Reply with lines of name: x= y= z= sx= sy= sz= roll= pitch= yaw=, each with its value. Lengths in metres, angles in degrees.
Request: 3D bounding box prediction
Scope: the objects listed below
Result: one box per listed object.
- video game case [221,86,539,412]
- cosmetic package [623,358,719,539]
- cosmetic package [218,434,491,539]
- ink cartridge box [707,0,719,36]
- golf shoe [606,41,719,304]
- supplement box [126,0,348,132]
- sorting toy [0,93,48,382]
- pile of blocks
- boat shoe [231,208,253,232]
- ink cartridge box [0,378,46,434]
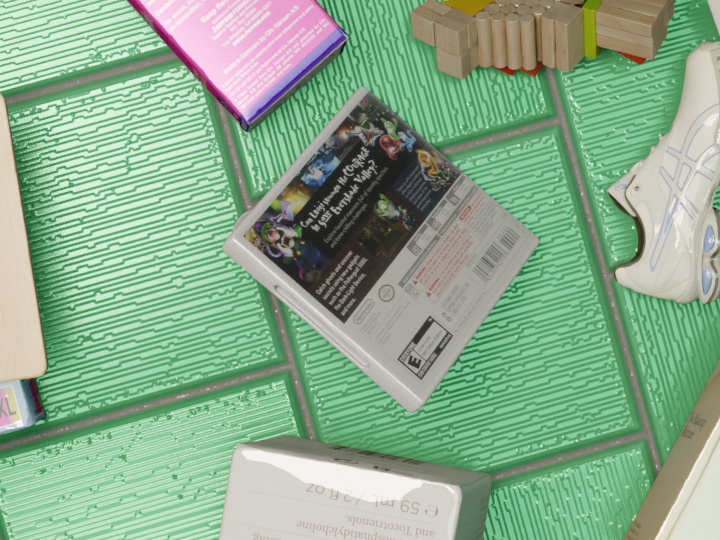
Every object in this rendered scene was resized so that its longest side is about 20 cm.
video game case: x=0.019 y=-0.019 z=1.588 sx=0.182 sy=0.023 sz=0.200 roll=41 pitch=50 yaw=-3
cosmetic package: x=0.278 y=0.140 z=1.622 sx=0.073 sy=0.104 sz=0.200 roll=27 pitch=88 yaw=-3
cosmetic package: x=-0.010 y=0.233 z=1.559 sx=0.167 sy=0.166 sz=0.200 roll=9 pitch=90 yaw=11
ink cartridge box: x=0.364 y=-0.143 z=1.617 sx=0.145 sy=0.084 sz=0.200 roll=-19 pitch=91 yaw=-20
golf shoe: x=0.235 y=-0.076 z=1.634 sx=0.097 sy=0.078 sz=0.200 roll=4 pitch=85 yaw=9
supplement box: x=-0.113 y=-0.209 z=1.596 sx=0.103 sy=0.101 sz=0.200 roll=-41 pitch=92 yaw=-2
sorting toy: x=-0.330 y=-0.010 z=1.528 sx=0.199 sy=0.070 sz=0.200 roll=-9 pitch=89 yaw=-3
pile of blocks: x=0.140 y=-0.182 z=1.641 sx=0.200 sy=0.082 sz=0.062 roll=-1 pitch=134 yaw=6
boat shoe: x=0.000 y=0.000 z=1.622 sx=0.200 sy=0.066 sz=0.072 roll=24 pitch=89 yaw=-3
ink cartridge box: x=-0.326 y=0.033 z=1.601 sx=0.136 sy=0.076 sz=0.200 roll=-15 pitch=90 yaw=-3
